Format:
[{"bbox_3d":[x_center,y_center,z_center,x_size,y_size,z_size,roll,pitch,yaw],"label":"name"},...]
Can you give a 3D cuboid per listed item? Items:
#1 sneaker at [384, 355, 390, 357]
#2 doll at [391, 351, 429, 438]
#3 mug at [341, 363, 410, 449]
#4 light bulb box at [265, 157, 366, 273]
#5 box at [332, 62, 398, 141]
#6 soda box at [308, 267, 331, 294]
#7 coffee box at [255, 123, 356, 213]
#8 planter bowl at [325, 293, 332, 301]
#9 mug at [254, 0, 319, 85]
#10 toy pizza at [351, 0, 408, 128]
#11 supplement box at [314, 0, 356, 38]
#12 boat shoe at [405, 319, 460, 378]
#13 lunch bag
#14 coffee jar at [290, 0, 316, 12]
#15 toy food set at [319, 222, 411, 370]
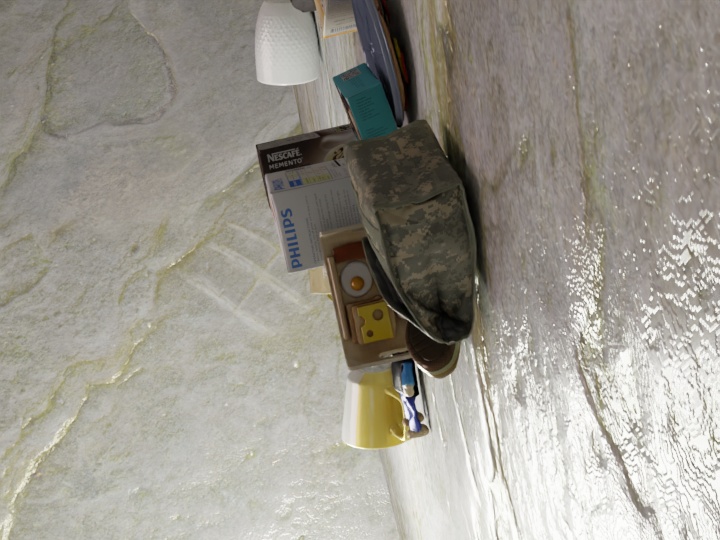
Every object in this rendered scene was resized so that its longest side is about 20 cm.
[{"bbox_3d":[0.028,0.097,2.024,0.107,0.074,0.201,51,156,19],"label":"sneaker"},{"bbox_3d":[0.081,0.194,1.961,0.137,0.048,0.202,-113,11,-62],"label":"doll"},{"bbox_3d":[0.047,0.274,2.286,0.149,0.184,0.155,-27,-63,-61],"label":"mug"},{"bbox_3d":[-0.033,-0.094,1.653,0.198,0.197,0.126,-119,17,-76],"label":"light bulb box"},{"bbox_3d":[0.027,-0.159,1.418,0.082,0.049,0.201,-117,4,-58],"label":"box"},{"bbox_3d":[0.000,0.000,1.707,0.199,0.064,0.069,-1,97,51],"label":"soda box"},{"bbox_3d":[-0.074,-0.182,1.908,0.080,0.197,0.114,-119,18,-73],"label":"coffee box"},{"bbox_3d":[-0.006,-0.042,1.985,0.200,0.082,0.203,-1,-90,-68],"label":"planter bowl"},{"bbox_3d":[-0.160,-0.535,2.516,0.200,0.146,0.177,-48,-40,-58],"label":"mug"},{"bbox_3d":[0.029,-0.281,1.394,0.200,0.031,0.202,162,90,-87],"label":"toy pizza"},{"bbox_3d":[-0.033,-0.423,1.540,0.200,0.073,0.128,111,146,-81],"label":"supplement box"},{"bbox_3d":[0.098,0.081,1.422,0.201,0.071,0.077,-96,-17,-56],"label":"boat shoe"},{"bbox_3d":[0.061,-0.034,1.199,0.165,0.116,0.202,-110,3,-56],"label":"lunch bag"},{"bbox_3d":[-0.096,-0.554,1.894,0.104,0.084,0.203,143,115,-81],"label":"coffee jar"},{"bbox_3d":[0.031,0.029,1.548,0.060,0.142,0.203,-144,42,-83],"label":"toy food set"}]
